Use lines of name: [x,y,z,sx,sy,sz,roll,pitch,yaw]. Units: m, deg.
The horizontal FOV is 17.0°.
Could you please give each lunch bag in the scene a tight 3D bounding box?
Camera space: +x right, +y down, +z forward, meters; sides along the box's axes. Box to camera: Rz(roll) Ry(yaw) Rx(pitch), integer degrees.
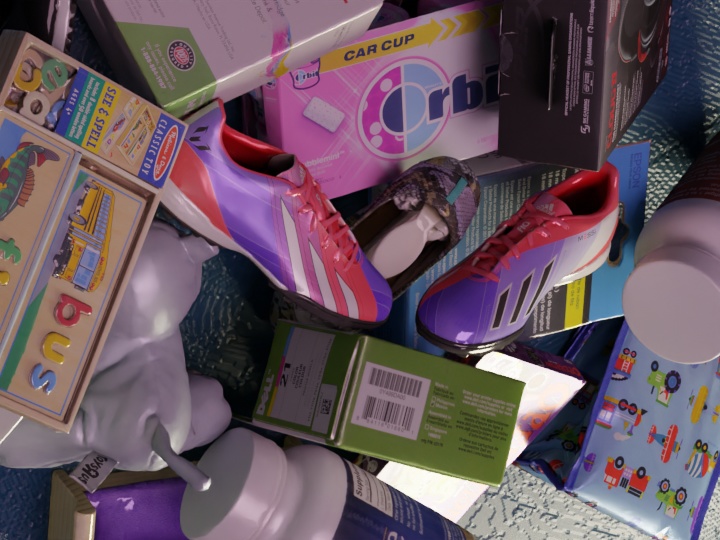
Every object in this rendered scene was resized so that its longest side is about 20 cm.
lunch bag: [0.224,0.092,1.845,0.150,0.094,0.201,28,88,-35]

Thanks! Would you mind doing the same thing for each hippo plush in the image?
hippo plush: [-0.166,0.043,1.539,0.158,0.200,0.162,-1,97,2]

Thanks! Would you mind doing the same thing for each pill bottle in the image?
pill bottle: [0.265,-0.020,1.733,0.200,0.112,0.113,-46,138,-47]
pill bottle: [-0.019,0.186,1.622,0.200,0.111,0.111,32,96,-26]

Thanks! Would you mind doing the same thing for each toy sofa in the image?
toy sofa: [-0.112,0.182,1.670,0.199,0.098,0.083,-6,117,-28]

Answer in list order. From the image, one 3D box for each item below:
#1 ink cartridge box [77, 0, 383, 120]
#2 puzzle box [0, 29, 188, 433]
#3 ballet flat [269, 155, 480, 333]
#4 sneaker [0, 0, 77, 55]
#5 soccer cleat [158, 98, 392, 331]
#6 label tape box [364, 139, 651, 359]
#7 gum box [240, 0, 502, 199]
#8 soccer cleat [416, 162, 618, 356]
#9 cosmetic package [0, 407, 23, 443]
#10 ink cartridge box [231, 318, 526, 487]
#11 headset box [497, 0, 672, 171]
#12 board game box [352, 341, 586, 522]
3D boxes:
ink cartridge box: [-0.067,-0.180,1.494,0.199,0.067,0.118,-26,82,-17]
puzzle box: [-0.185,-0.020,1.382,0.133,0.025,0.201,28,78,-42]
ballet flat: [0.000,0.000,1.616,0.072,0.072,0.200,21,130,-37]
sneaker: [-0.227,-0.118,1.447,0.090,0.070,0.201,12,122,-12]
soccer cleat: [-0.044,-0.031,1.511,0.200,0.068,0.073,35,112,-27]
label tape box: [0.103,-0.023,1.716,0.199,0.063,0.145,-13,121,-26]
gum box: [0.011,-0.124,1.606,0.199,0.066,0.114,-18,123,-23]
soccer cleat: [0.106,-0.011,1.594,0.200,0.068,0.073,-33,147,-44]
cosmetic package: [-0.325,0.062,1.433,0.200,0.167,0.166,-48,128,0]
ink cartridge box: [-0.011,0.084,1.635,0.147,0.200,0.076,18,85,-37]
headset box: [0.150,-0.166,1.595,0.200,0.075,0.149,-49,145,-57]
board game box: [0.061,0.131,1.750,0.120,0.032,0.200,15,122,-50]
